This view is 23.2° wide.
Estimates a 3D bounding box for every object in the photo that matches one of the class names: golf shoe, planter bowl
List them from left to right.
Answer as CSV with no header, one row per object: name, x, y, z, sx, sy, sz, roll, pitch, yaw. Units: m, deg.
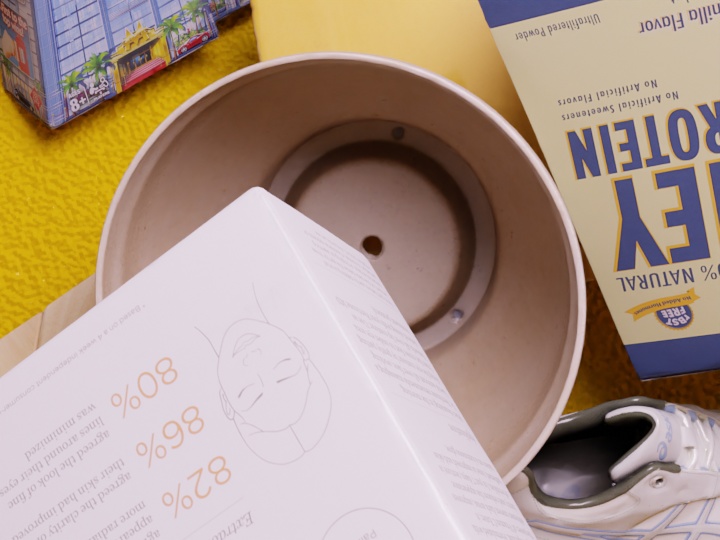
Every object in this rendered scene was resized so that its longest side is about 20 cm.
planter bowl,0.000,0.000,0.762,0.198,0.135,0.202,2,103,9
golf shoe,0.141,0.093,0.793,0.198,0.097,0.079,-10,62,-12

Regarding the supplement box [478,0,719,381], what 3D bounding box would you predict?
supplement box,0.172,-0.095,0.757,0.133,0.201,0.200,-10,30,32

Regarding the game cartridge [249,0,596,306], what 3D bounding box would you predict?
game cartridge,0.043,-0.084,0.840,0.175,0.032,0.202,-10,91,6

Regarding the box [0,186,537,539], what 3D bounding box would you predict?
box,-0.029,0.102,0.620,0.152,0.106,0.201,-35,67,10

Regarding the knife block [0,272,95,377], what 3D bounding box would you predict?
knife block,-0.104,0.101,0.785,0.200,0.064,0.176,-36,72,-21

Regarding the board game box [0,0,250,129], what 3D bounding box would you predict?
board game box,-0.112,-0.207,0.865,0.199,0.201,0.062,-33,42,-19
